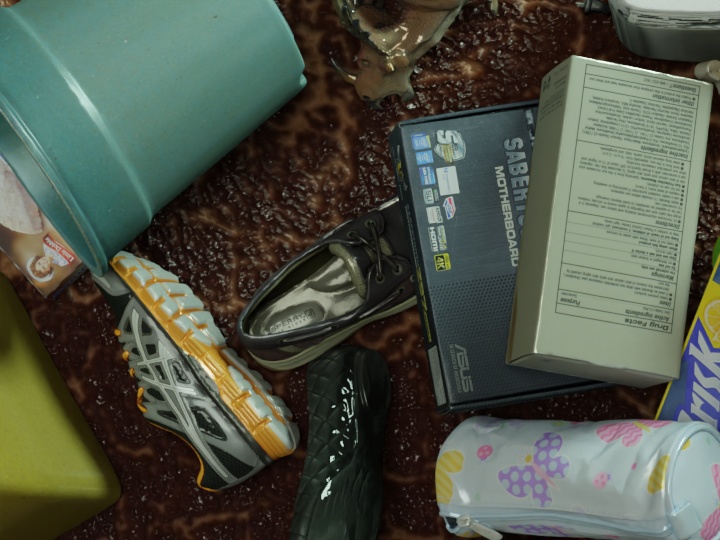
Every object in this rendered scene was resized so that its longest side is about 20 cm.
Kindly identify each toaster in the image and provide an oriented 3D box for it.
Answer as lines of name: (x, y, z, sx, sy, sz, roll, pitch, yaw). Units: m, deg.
toaster: (0.237, -0.204, 1.580, 0.200, 0.129, 0.114, 0, 84, 12)

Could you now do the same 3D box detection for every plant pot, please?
plant pot: (-0.156, -0.133, 1.621, 0.196, 0.200, 0.200, -36, 79, -9)
plant pot: (-0.317, 0.122, 1.631, 0.195, 0.200, 0.194, -32, 80, 8)

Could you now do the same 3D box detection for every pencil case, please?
pencil case: (0.145, 0.139, 1.553, 0.200, 0.091, 0.083, -2, 110, 38)

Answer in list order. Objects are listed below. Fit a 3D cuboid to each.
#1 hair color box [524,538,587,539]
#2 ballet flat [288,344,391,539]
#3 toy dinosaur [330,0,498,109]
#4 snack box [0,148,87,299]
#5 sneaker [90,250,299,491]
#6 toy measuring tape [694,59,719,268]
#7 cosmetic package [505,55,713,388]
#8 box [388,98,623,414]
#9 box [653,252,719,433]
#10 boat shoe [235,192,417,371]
hair color box: (0.056, 0.241, 1.613, 0.200, 0.064, 0.111, -4, 84, 13)
ballet flat: (-0.019, 0.140, 1.611, 0.057, 0.066, 0.200, -17, 45, 34)
toy dinosaur: (0.036, -0.223, 1.651, 0.135, 0.086, 0.200, -5, 78, 18)
snack box: (-0.265, -0.074, 1.726, 0.072, 0.024, 0.200, -43, 78, 3)
sneaker: (-0.131, 0.068, 1.662, 0.077, 0.078, 0.200, -43, 77, 15)
toy measuring tape: (0.254, -0.038, 1.578, 0.073, 0.074, 0.200, -26, 97, 8)
cosmetic package: (0.163, -0.030, 1.553, 0.105, 0.071, 0.200, 12, 80, -11)
box: (0.114, -0.012, 1.606, 0.157, 0.051, 0.200, -8, 83, -10)
box: (0.248, 0.047, 1.539, 0.070, 0.064, 0.200, 25, 125, 13)
boat shoe: (0.000, 0.000, 1.644, 0.200, 0.065, 0.072, -32, 77, 6)
